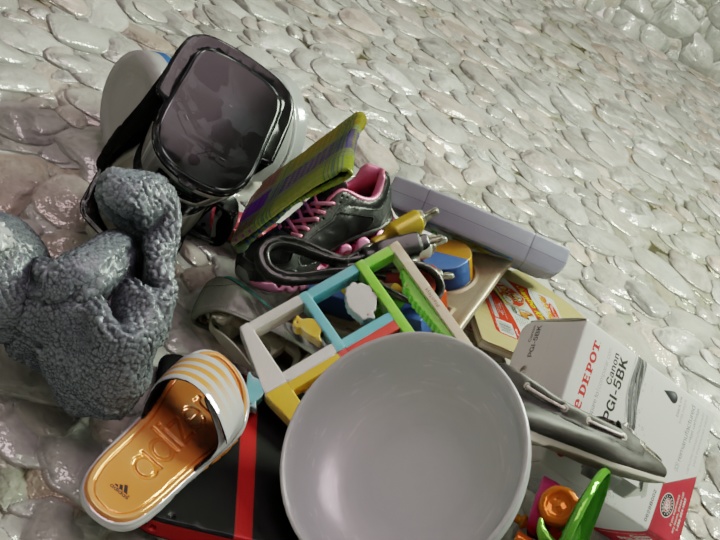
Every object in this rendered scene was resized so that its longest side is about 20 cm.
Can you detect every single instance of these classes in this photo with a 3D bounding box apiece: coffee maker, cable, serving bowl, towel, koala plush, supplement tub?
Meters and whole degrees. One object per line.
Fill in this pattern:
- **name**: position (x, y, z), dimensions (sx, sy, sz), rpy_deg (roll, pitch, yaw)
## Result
- **coffee maker**: position (-0.159, -0.127, 1.019), dimensions (0.134, 0.200, 0.194), rpy_deg (9, 69, -29)
- **cable**: position (0.000, 0.000, 1.058), dimensions (0.198, 0.050, 0.098), rpy_deg (-12, 79, -16)
- **serving bowl**: position (0.040, 0.151, 0.872), dimensions (0.201, 0.199, 0.066), rpy_deg (54, 0, 35)
- **towel**: position (-0.055, -0.089, 1.091), dimensions (0.023, 0.143, 0.200), rpy_deg (52, 15, -14)
- **koala plush**: position (-0.256, 0.013, 0.855), dimensions (0.199, 0.177, 0.185), rpy_deg (18, 44, -30)
- **supplement tub**: position (-0.173, -0.167, 1.241), dimensions (0.199, 0.132, 0.132), rpy_deg (0, 42, -44)

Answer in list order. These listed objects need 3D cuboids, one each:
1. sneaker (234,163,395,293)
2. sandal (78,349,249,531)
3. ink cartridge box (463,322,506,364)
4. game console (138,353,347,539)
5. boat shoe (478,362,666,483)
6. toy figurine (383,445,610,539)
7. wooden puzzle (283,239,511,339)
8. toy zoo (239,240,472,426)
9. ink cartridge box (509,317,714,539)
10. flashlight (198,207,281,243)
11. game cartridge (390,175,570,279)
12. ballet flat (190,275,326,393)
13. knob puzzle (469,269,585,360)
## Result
- **sneaker**: position (-0.042, -0.048, 1.095), dimensions (0.199, 0.096, 0.079), rpy_deg (-27, 45, -37)
- **sandal**: position (-0.134, 0.119, 0.858), dimensions (0.079, 0.059, 0.207), rpy_deg (39, 34, -1)
- **ink cartridge box**: position (0.086, 0.101, 1.137), dimensions (0.116, 0.068, 0.201), rpy_deg (23, 30, -18)
- **game console**: position (-0.093, 0.160, 0.928), dimensions (0.175, 0.031, 0.201), rpy_deg (18, 31, -15)
- **boat shoe**: position (0.186, 0.132, 0.943), dimensions (0.199, 0.058, 0.067), rpy_deg (21, -12, -26)
- **toy figurine**: position (0.082, 0.216, 0.927), dimensions (0.183, 0.151, 0.201), rpy_deg (23, 64, 21)
- **wooden puzzle**: position (0.033, 0.009, 1.134), dimensions (0.184, 0.047, 0.200), rpy_deg (15, 38, 28)
- **toy zoo**: position (-0.015, 0.072, 0.982), dimensions (0.199, 0.021, 0.132), rpy_deg (-29, 69, -18)
- **ink cartridge box**: position (0.227, 0.154, 1.057), dimensions (0.199, 0.083, 0.148), rpy_deg (33, 68, -28)
- **flashlight**: position (-0.133, -0.051, 1.165), dimensions (0.198, 0.068, 0.068), rpy_deg (19, 30, -19)
- **game cartridge**: position (0.123, -0.042, 1.196), dimensions (0.198, 0.041, 0.133), rpy_deg (23, -5, 7)
- **ballet flat**: position (-0.070, 0.079, 1.048), dimensions (0.199, 0.068, 0.064), rpy_deg (32, 56, 1)
- **knob puzzle**: position (0.188, 0.065, 1.193), dimensions (0.218, 0.031, 0.220), rpy_deg (25, 25, -13)
